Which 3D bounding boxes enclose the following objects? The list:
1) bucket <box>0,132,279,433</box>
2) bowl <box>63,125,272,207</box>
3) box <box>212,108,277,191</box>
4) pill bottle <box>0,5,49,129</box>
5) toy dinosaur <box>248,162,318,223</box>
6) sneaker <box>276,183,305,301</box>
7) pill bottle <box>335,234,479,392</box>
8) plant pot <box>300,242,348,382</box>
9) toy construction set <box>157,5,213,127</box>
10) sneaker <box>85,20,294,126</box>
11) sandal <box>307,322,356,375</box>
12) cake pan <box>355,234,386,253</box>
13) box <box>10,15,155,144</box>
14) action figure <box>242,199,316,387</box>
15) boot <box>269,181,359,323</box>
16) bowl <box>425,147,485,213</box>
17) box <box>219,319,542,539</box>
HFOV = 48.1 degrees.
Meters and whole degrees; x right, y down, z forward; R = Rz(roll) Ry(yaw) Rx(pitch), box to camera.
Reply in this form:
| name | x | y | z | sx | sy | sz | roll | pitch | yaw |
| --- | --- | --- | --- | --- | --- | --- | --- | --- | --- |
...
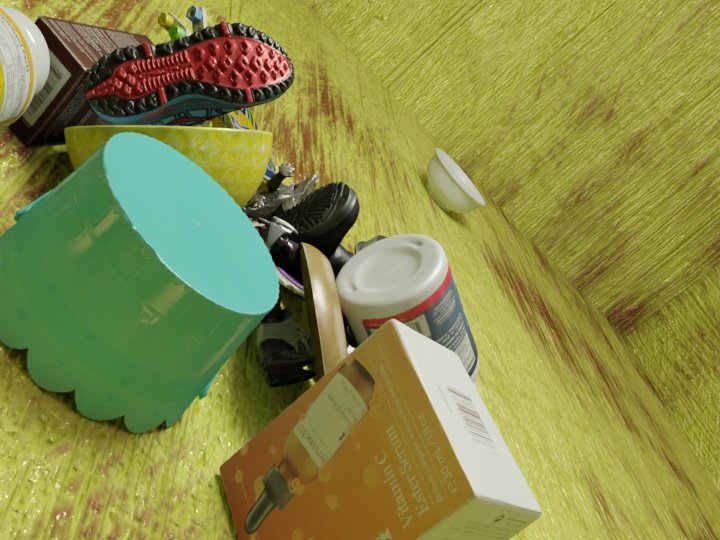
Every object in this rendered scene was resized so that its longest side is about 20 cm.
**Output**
| name | x | y | z | sx | sy | sz | roll | pitch | yaw |
| --- | --- | --- | --- | --- | --- | --- | --- | --- | --- |
| bucket | -0.169 | 0.004 | 0.634 | 0.207 | 0.134 | 0.208 | 45 | 18 | -19 |
| bowl | -0.184 | -0.082 | 0.786 | 0.200 | 0.195 | 0.111 | -25 | 117 | -72 |
| box | -0.169 | -0.158 | 1.074 | 0.064 | 0.070 | 0.202 | 26 | 28 | -45 |
| pill bottle | -0.323 | -0.156 | 0.627 | 0.113 | 0.113 | 0.201 | 44 | 19 | -12 |
| toy dinosaur | -0.125 | -0.072 | 0.950 | 0.196 | 0.103 | 0.078 | -15 | 70 | -21 |
| sneaker | -0.079 | -0.040 | 1.028 | 0.080 | 0.083 | 0.202 | 30 | 27 | -43 |
| pill bottle | 0.058 | 0.077 | 0.835 | 0.120 | 0.117 | 0.203 | -101 | 171 | -58 |
| plant pot | -0.033 | 0.072 | 0.798 | 0.200 | 0.027 | 0.205 | 171 | -90 | -84 |
| toy construction set | -0.216 | -0.233 | 1.013 | 0.091 | 0.131 | 0.202 | 28 | 27 | -45 |
| sneaker | -0.163 | -0.183 | 0.782 | 0.095 | 0.195 | 0.081 | 156 | -76 | -75 |
| sandal | -0.013 | 0.089 | 0.988 | 0.076 | 0.043 | 0.200 | 50 | 17 | 3 |
| cake pan | 0.072 | 0.019 | 1.348 | 0.200 | 0.037 | 0.201 | 44 | 18 | -18 |
| box | -0.277 | -0.193 | 0.835 | 0.075 | 0.100 | 0.200 | 48 | 17 | 3 |
| action figure | -0.101 | 0.015 | 0.834 | 0.068 | 0.130 | 0.204 | -11 | 68 | -25 |
| boot | -0.001 | 0.000 | 0.902 | 0.199 | 0.163 | 0.067 | 41 | 54 | -26 |
| bowl | 0.237 | -0.221 | 2.151 | 0.201 | 0.090 | 0.202 | 43 | 18 | -17 |
| box | 0.008 | 0.168 | 0.619 | 0.106 | 0.199 | 0.154 | 29 | 25 | -48 |
